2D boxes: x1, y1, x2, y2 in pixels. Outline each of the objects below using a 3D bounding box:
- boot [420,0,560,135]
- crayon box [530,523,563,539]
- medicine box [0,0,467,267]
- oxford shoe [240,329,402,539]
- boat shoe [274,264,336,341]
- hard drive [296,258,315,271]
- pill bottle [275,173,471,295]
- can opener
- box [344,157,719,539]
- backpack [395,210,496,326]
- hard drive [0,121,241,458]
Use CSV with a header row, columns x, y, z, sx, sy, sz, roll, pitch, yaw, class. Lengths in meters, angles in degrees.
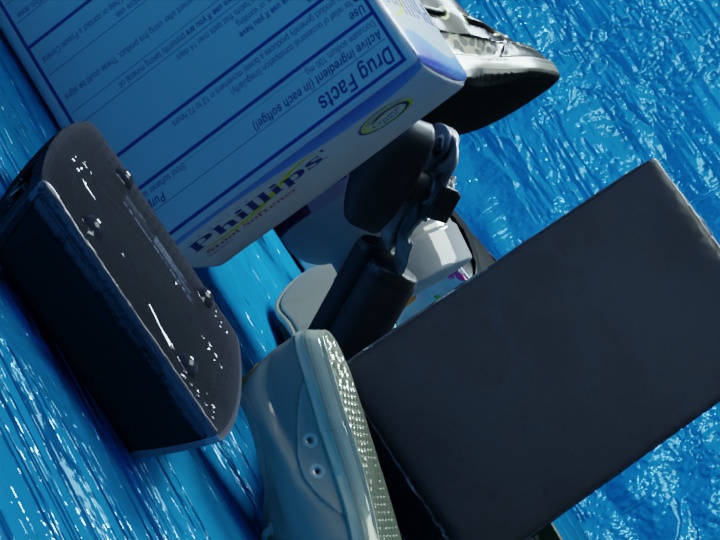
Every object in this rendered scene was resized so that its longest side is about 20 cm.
x,y,z,sx,sy,sz,roll,pitch,yaw,class
0.030,-0.161,1.360,0.203,0.073,0.154,-5,65,-57,boot
0.085,0.187,1.379,0.201,0.058,0.173,58,-11,13,crayon box
-0.077,-0.133,1.232,0.201,0.182,0.103,57,15,10,medicine box
-0.012,0.127,1.044,0.075,0.057,0.201,41,31,-76,oxford shoe
-0.017,0.049,1.521,0.200,0.066,0.057,-96,169,-70,boat shoe
-0.046,-0.029,1.967,0.201,0.025,0.132,57,4,-4,hard drive
-0.015,-0.075,1.398,0.201,0.112,0.112,61,5,6,pill bottle
0.000,0.000,1.311,0.066,0.201,0.053,18,22,-20,can opener
0.081,0.065,1.194,0.124,0.199,0.197,56,-17,3,box
0.057,0.043,1.765,0.178,0.150,0.200,52,-1,-27,backpack
-0.100,0.007,0.968,0.135,0.042,0.200,56,4,-9,hard drive
